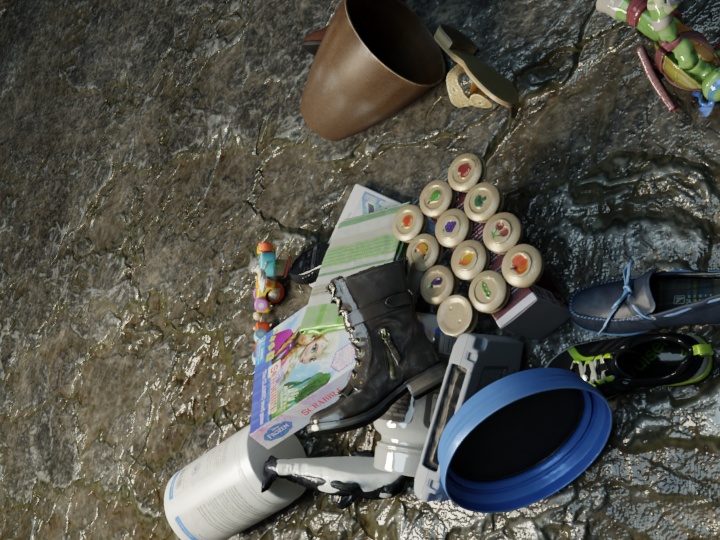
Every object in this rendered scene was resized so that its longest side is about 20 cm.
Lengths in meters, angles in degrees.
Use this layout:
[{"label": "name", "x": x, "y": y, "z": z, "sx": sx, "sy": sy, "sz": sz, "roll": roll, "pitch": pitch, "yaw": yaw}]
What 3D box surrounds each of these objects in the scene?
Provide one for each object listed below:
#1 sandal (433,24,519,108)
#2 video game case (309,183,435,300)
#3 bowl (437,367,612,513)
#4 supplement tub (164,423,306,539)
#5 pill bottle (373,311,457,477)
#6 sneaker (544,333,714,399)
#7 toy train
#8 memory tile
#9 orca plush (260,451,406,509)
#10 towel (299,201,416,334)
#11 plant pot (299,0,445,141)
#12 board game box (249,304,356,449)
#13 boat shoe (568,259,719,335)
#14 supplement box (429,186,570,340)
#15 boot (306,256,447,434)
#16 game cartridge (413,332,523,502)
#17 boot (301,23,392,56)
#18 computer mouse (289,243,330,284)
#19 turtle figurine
[{"label": "sandal", "x": 0.155, "y": -0.272, "z": 1.026, "sx": 0.070, "sy": 0.077, "sz": 0.212, "roll": -59, "pitch": 40, "yaw": 35}, {"label": "video game case", "x": 0.023, "y": -0.020, "z": 1.076, "sx": 0.200, "sy": 0.022, "sz": 0.183, "roll": 30, "pitch": 96, "yaw": 41}, {"label": "bowl", "x": 0.177, "y": 0.187, "z": 0.775, "sx": 0.201, "sy": 0.200, "sz": 0.039, "roll": -48, "pitch": 37, "yaw": 18}, {"label": "supplement tub", "x": -0.190, "y": 0.326, "z": 1.075, "sx": 0.200, "sy": 0.132, "sz": 0.132, "roll": -35, "pitch": 57, "yaw": 26}, {"label": "pill bottle", "x": 0.078, "y": 0.161, "z": 0.916, "sx": 0.113, "sy": 0.114, "sz": 0.201, "roll": 1, "pitch": 77, "yaw": 40}, {"label": "sneaker", "x": 0.285, "y": 0.101, "z": 0.785, "sx": 0.200, "sy": 0.083, "sz": 0.072, "roll": -20, "pitch": 64, "yaw": 34}, {"label": "toy train", "x": -0.143, "y": 0.052, "z": 1.142, "sx": 0.151, "sy": 0.055, "sz": 0.200, "roll": -100, "pitch": 17, "yaw": -46}, {"label": "memory tile", "x": 0.122, "y": -0.033, "z": 0.860, "sx": 0.153, "sy": 0.017, "sz": 0.200, "roll": -40, "pitch": 55, "yaw": 24}, {"label": "orca plush", "x": -0.036, "y": 0.302, "z": 0.971, "sx": 0.199, "sy": 0.105, "sz": 0.071, "roll": -3, "pitch": 99, "yaw": -2}, {"label": "towel", "x": 0.000, "y": 0.000, "z": 0.991, "sx": 0.149, "sy": 0.031, "sz": 0.201, "roll": -12, "pitch": 47, "yaw": 40}, {"label": "plant pot", "x": -0.003, "y": -0.298, "z": 1.099, "sx": 0.200, "sy": 0.186, "sz": 0.188, "roll": -39, "pitch": 54, "yaw": 42}, {"label": "board game box", "x": -0.066, "y": 0.121, "z": 0.994, "sx": 0.199, "sy": 0.041, "sz": 0.200, "roll": -35, "pitch": 30, "yaw": 17}, {"label": "boat shoe", "x": 0.324, "y": 0.021, "z": 0.779, "sx": 0.199, "sy": 0.069, "sz": 0.084, "roll": -13, "pitch": 54, "yaw": 31}, {"label": "supplement box", "x": 0.173, "y": -0.013, "z": 0.894, "sx": 0.061, "sy": 0.109, "sz": 0.200, "roll": -44, "pitch": 55, "yaw": 22}, {"label": "boot", "x": 0.000, "y": 0.089, "z": 0.854, "sx": 0.199, "sy": 0.069, "sz": 0.175, "roll": -24, "pitch": 74, "yaw": -9}, {"label": "game cartridge", "x": 0.135, "y": 0.174, "z": 0.850, "sx": 0.041, "sy": 0.133, "sz": 0.201, "roll": 19, "pitch": 95, "yaw": 34}, {"label": "boot", "x": -0.008, "y": -0.467, "z": 1.208, "sx": 0.188, "sy": 0.068, "sz": 0.201, "roll": 0, "pitch": 76, "yaw": 40}, {"label": "computer mouse", "x": -0.027, "y": -0.025, "z": 1.090, "sx": 0.199, "sy": 0.034, "sz": 0.059, "roll": -22, "pitch": 39, "yaw": 29}, {"label": "turtle figurine", "x": 0.376, "y": -0.296, "z": 0.795, "sx": 0.144, "sy": 0.200, "sz": 0.194, "roll": -26, "pitch": 50, "yaw": -9}]
